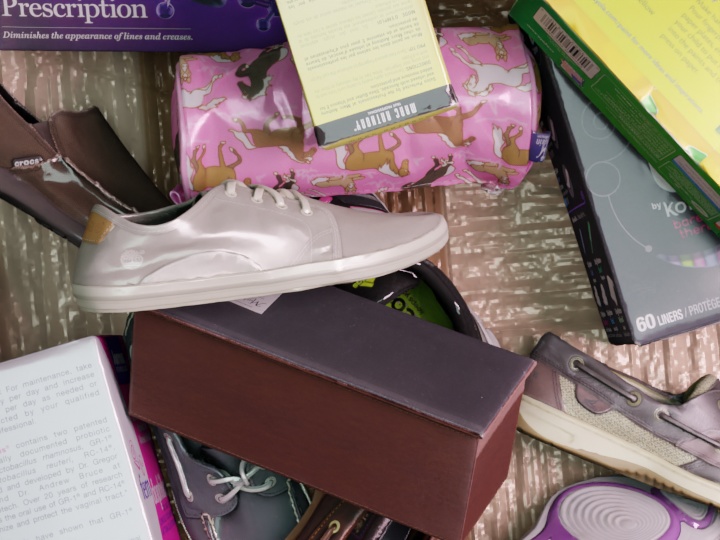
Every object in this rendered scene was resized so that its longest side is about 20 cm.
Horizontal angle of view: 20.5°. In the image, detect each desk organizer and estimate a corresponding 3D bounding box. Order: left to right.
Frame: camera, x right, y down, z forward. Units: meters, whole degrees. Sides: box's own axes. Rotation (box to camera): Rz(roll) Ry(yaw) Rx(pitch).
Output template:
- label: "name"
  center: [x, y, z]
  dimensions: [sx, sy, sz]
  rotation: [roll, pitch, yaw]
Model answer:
- label: "desk organizer"
  center: [-0.019, 0.061, 1.029]
  dimensions: [0.199, 0.072, 0.077]
  rotation: [20, 126, 17]

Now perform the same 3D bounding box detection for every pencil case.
- label: "pencil case"
  center: [-0.004, -0.079, 1.053]
  dimensions: [0.199, 0.083, 0.087]
  rotation: [-5, 66, -3]

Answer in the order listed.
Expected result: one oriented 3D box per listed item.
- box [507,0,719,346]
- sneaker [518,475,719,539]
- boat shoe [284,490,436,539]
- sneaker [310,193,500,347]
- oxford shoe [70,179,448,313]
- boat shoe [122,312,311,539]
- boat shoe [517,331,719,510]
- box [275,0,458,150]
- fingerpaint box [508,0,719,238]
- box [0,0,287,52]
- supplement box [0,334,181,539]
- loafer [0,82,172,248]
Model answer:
- label: "box"
  center: [0.167, -0.070, 1.074]
  dimensions: [0.122, 0.106, 0.201]
  rotation: [-18, 88, -1]
- label: "sneaker"
  center: [0.109, 0.181, 1.098]
  dimensions: [0.199, 0.100, 0.075]
  rotation: [-24, 44, -14]
- label: "boat shoe"
  center: [-0.009, 0.166, 1.071]
  dimensions: [0.070, 0.070, 0.201]
  rotation: [33, 77, -34]
- label: "sneaker"
  center: [0.000, 0.000, 1.088]
  dimensions: [0.074, 0.087, 0.200]
  rotation: [-45, 88, 1]
- label: "oxford shoe"
  center: [-0.048, -0.018, 1.003]
  dimensions: [0.199, 0.075, 0.058]
  rotation: [-7, 96, -19]
- label: "boat shoe"
  center: [-0.078, 0.105, 1.102]
  dimensions: [0.073, 0.062, 0.201]
  rotation: [-23, 89, 0]
- label: "boat shoe"
  center: [0.180, 0.088, 1.089]
  dimensions: [0.200, 0.072, 0.066]
  rotation: [18, 95, 7]
- label: "box"
  center: [-0.015, -0.165, 0.984]
  dimensions: [0.075, 0.050, 0.201]
  rotation: [-18, 93, 1]
- label: "fingerpaint box"
  center: [0.202, -0.118, 0.986]
  dimensions: [0.167, 0.073, 0.200]
  rotation: [-44, 89, -6]
- label: "box"
  center: [-0.100, -0.194, 1.073]
  dimensions: [0.199, 0.079, 0.142]
  rotation: [0, 118, 2]
- label: "supplement box"
  center: [-0.156, 0.143, 1.085]
  dimensions: [0.103, 0.101, 0.201]
  rotation: [-17, 89, 1]
- label: "loafer"
  center: [-0.158, -0.057, 1.102]
  dimensions: [0.199, 0.073, 0.071]
  rotation: [29, 91, 2]
